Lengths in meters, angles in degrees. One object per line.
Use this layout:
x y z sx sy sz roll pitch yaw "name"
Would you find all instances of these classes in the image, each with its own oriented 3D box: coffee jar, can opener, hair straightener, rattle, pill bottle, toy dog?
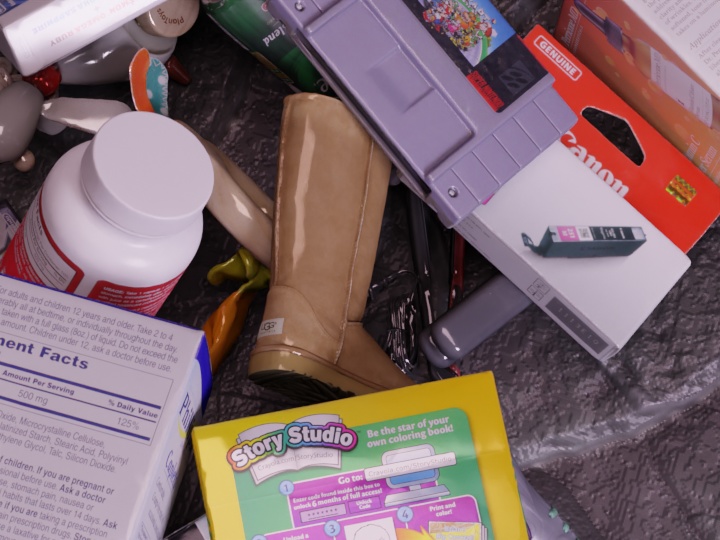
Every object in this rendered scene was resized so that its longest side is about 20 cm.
-0.013 -0.159 1.600 0.104 0.085 0.200 -46 112 0 "coffee jar"
0.134 0.016 1.595 0.200 0.053 0.067 -37 89 -24 "can opener"
0.038 0.026 1.617 0.076 0.041 0.201 2 78 -1 "hair straightener"
-0.134 -0.040 1.577 0.143 0.130 0.200 -39 114 21 "rattle"
-0.174 -0.017 1.505 0.112 0.200 0.113 15 52 -20 "pill bottle"
-0.193 -0.135 1.625 0.200 0.132 0.097 -37 116 -8 "toy dog"

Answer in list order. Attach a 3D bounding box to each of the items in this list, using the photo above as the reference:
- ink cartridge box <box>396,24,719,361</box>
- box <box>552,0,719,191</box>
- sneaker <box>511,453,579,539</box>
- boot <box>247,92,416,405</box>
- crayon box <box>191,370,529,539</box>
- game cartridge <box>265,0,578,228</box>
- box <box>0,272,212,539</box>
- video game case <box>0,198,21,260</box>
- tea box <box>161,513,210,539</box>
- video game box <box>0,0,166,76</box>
0.153 -0.064 1.575 0.200 0.044 0.174 42 66 1 "ink cartridge box"
0.251 -0.163 1.617 0.106 0.152 0.200 -41 78 -12 "box"
0.139 0.209 1.551 0.087 0.074 0.201 -17 85 -18 "sneaker"
0.000 0.000 1.540 0.066 0.175 0.201 -9 63 37 "boot"
0.004 0.169 1.418 0.199 0.058 0.174 -10 71 -5 "crayon box"
0.045 -0.144 1.526 0.129 0.038 0.200 -40 89 -20 "game cartridge"
-0.209 0.119 1.415 0.183 0.105 0.201 15 70 8 "box"
-0.267 0.058 1.551 0.180 0.026 0.200 -26 74 -41 "video game case"
-0.038 0.250 1.491 0.196 0.134 0.201 -30 76 -11 "tea box"
-0.196 -0.224 1.608 0.182 0.200 0.047 -28 119 -12 "video game box"
